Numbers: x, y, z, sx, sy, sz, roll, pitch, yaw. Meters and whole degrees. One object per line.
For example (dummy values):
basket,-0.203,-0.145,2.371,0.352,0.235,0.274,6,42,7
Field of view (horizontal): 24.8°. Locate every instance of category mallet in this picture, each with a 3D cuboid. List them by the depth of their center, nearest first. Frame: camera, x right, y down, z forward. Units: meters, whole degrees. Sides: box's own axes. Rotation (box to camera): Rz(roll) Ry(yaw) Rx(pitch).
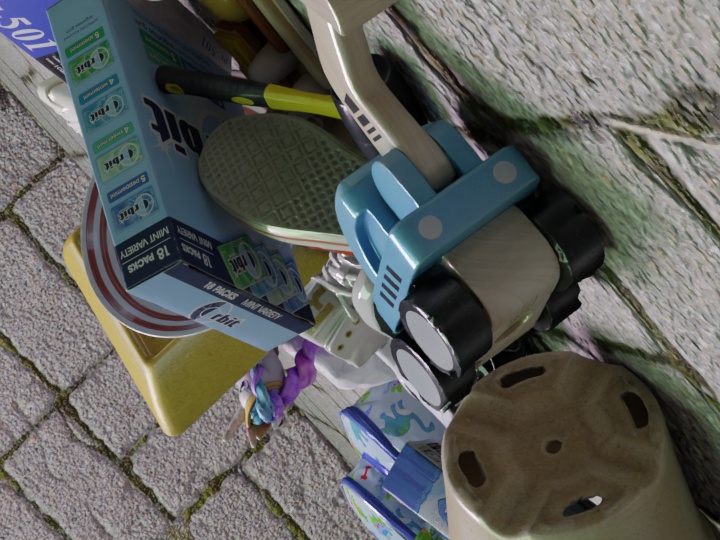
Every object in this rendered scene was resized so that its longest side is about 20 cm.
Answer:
mallet,-0.041,-0.092,0.944,0.199,0.041,0.066,9,148,46

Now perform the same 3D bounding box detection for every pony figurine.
pony figurine,-0.051,0.035,1.341,0.201,0.192,0.167,64,-178,41

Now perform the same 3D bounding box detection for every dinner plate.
dinner plate,-0.115,-0.047,1.167,0.200,0.201,0.024,40,-176,33

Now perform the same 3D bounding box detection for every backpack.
backpack,0.063,0.194,1.543,0.200,0.147,0.183,47,169,15

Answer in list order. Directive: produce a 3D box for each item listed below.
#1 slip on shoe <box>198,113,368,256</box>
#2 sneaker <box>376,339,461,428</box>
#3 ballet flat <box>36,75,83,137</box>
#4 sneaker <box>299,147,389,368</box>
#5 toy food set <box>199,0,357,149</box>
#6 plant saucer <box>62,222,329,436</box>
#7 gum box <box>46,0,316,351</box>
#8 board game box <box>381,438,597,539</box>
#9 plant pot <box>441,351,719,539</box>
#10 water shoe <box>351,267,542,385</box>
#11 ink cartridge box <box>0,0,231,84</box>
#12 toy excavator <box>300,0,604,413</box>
slip on shoe,-0.008,-0.039,0.967,0.198,0.075,0.061,17,167,21
sneaker,0.056,0.060,1.228,0.115,0.075,0.200,38,173,42
ballet flat,-0.223,-0.165,1.235,0.072,0.071,0.202,30,139,60
sneaker,0.000,0.000,1.084,0.074,0.115,0.200,43,169,28
toy food set,-0.091,-0.151,1.016,0.200,0.060,0.143,51,170,-25
plant saucer,-0.125,-0.017,1.206,0.201,0.200,0.048,53,-168,32
gum box,-0.112,-0.062,1.035,0.170,0.044,0.202,30,-144,-61
board game box,0.137,0.196,1.223,0.198,0.044,0.200,34,-169,23
plant pot,0.129,0.158,1.005,0.200,0.200,0.184,39,158,39
water shoe,0.070,0.034,1.047,0.079,0.072,0.200,32,179,35
ink cartridge box,-0.180,-0.169,1.114,0.200,0.093,0.045,39,-137,-51
toy excavator,0.023,-0.052,0.820,0.200,0.100,0.195,50,164,14
